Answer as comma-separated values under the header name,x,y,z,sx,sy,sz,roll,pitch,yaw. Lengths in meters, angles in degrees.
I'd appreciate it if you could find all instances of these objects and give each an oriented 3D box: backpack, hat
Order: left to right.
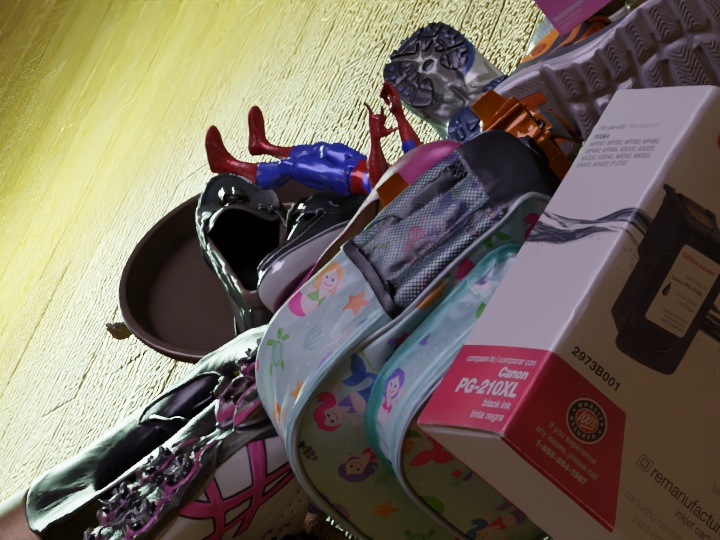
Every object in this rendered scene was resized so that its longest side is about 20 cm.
name,x,y,z,sx,sy,sz,roll,pitch,yaw
hat,-0.099,0.117,1.628,0.200,0.081,0.201,-32,12,8
backpack,0.053,0.055,1.410,0.200,0.178,0.151,-37,38,10

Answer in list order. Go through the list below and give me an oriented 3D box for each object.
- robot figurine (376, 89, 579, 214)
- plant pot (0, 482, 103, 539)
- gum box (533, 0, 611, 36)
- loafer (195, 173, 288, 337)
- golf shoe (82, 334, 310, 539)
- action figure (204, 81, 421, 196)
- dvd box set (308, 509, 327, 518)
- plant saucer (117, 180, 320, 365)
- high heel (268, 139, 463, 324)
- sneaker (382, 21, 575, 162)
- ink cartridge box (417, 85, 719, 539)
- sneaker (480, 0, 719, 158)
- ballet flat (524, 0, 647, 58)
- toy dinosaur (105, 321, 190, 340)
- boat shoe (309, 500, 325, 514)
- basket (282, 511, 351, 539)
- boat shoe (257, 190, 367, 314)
name,x,y,z,sx,sy,sz,roll,pitch,yaw
robot figurine,0.084,-0.030,1.537,0.145,0.058,0.200,-40,-21,5
plant pot,-0.222,0.231,1.689,0.200,0.186,0.187,-53,17,20
gum box,0.124,-0.230,1.656,0.066,0.114,0.200,-35,12,24
loafer,-0.072,-0.016,1.850,0.071,0.063,0.200,-19,38,-3
golf shoe,-0.069,0.123,1.476,0.200,0.092,0.073,-45,21,-13
action figure,-0.012,-0.086,1.742,0.199,0.100,0.065,21,36,36
dvd box set,-0.031,0.105,1.750,0.200,0.029,0.146,-52,21,-2
plant saucer,-0.071,0.001,1.903,0.199,0.030,0.201,-12,38,10
high heel,0.000,0.000,1.666,0.200,0.067,0.096,-44,-2,43
sneaker,0.094,-0.084,1.747,0.077,0.085,0.200,-43,42,7
ink cartridge box,0.143,0.033,1.294,0.201,0.145,0.084,-57,25,-16
sneaker,0.163,-0.132,1.616,0.199,0.078,0.112,-18,18,16
ballet flat,0.166,-0.160,1.703,0.200,0.072,0.072,-39,22,30
toy dinosaur,-0.092,0.017,1.988,0.136,0.086,0.199,-53,23,-24
boat shoe,0.008,0.079,1.609,0.072,0.073,0.200,-13,21,43
basket,-0.064,0.190,1.495,0.143,0.149,0.200,-51,18,0
boat shoe,-0.019,-0.023,1.792,0.069,0.057,0.200,-52,-12,30
